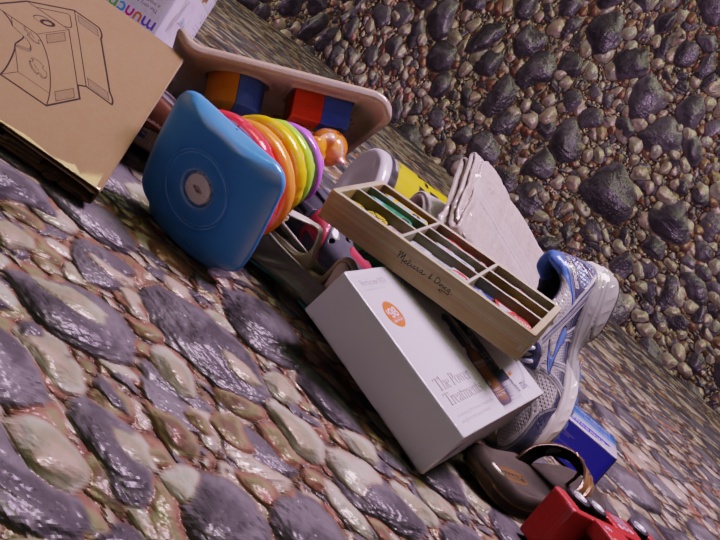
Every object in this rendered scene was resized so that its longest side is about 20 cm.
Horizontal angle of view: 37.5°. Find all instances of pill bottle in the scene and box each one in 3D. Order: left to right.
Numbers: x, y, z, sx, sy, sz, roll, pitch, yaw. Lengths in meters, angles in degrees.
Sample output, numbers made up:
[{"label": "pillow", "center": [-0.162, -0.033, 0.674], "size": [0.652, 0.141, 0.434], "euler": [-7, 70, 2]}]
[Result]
[{"label": "pill bottle", "center": [0.065, -0.056, 1.345], "size": [0.199, 0.115, 0.114], "euler": [34, 12, -27]}]

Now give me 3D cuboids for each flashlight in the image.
[{"label": "flashlight", "center": [0.000, 0.000, 1.033], "size": [0.200, 0.068, 0.068], "euler": [47, 2, 37]}]

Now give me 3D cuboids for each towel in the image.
[{"label": "towel", "center": [0.138, -0.005, 1.033], "size": [0.201, 0.034, 0.133], "euler": [56, 35, -24]}]

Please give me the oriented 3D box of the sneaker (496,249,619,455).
[{"label": "sneaker", "center": [0.157, 0.072, 0.967], "size": [0.085, 0.201, 0.077], "euler": [31, -17, -22]}]

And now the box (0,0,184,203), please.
[{"label": "box", "center": [-0.233, -0.156, 0.797], "size": [0.163, 0.021, 0.201], "euler": [35, 37, -16]}]

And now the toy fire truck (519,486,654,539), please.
[{"label": "toy fire truck", "center": [0.189, 0.228, 0.776], "size": [0.199, 0.049, 0.141], "euler": [32, 14, -38]}]

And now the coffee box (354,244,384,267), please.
[{"label": "coffee box", "center": [0.091, 0.013, 1.179], "size": [0.199, 0.044, 0.123], "euler": [33, -25, -28]}]

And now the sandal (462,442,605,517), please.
[{"label": "sandal", "center": [0.157, 0.171, 0.888], "size": [0.199, 0.055, 0.082], "euler": [28, 16, -45]}]

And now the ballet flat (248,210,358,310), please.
[{"label": "ballet flat", "center": [-0.040, 0.000, 0.904], "size": [0.200, 0.064, 0.067], "euler": [41, 11, 9]}]

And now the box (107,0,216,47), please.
[{"label": "box", "center": [-0.191, -0.279, 1.013], "size": [0.096, 0.177, 0.200], "euler": [33, 3, -6]}]

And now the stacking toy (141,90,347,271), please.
[{"label": "stacking toy", "center": [-0.072, -0.087, 0.870], "size": [0.116, 0.110, 0.200], "euler": [41, 33, 14]}]

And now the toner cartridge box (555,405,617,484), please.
[{"label": "toner cartridge box", "center": [0.183, 0.139, 1.134], "size": [0.200, 0.043, 0.095], "euler": [40, 12, 5]}]

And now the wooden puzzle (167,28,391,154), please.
[{"label": "wooden puzzle", "center": [-0.087, -0.150, 0.990], "size": [0.198, 0.047, 0.185], "euler": [17, -8, -13]}]

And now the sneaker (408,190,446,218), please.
[{"label": "sneaker", "center": [0.074, 0.019, 1.038], "size": [0.115, 0.073, 0.202], "euler": [24, 53, -31]}]

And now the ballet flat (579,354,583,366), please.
[{"label": "ballet flat", "center": [0.266, 0.102, 1.495], "size": [0.070, 0.065, 0.200], "euler": [34, 12, -24]}]

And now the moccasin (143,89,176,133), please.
[{"label": "moccasin", "center": [-0.230, -0.150, 0.886], "size": [0.201, 0.078, 0.074], "euler": [27, 0, -32]}]

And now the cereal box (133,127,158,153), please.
[{"label": "cereal box", "center": [-0.241, -0.174, 1.003], "size": [0.199, 0.040, 0.144], "euler": [34, 11, -27]}]

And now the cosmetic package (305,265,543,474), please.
[{"label": "cosmetic package", "center": [0.058, 0.068, 0.854], "size": [0.151, 0.052, 0.200], "euler": [52, 22, 14]}]

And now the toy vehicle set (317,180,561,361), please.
[{"label": "toy vehicle set", "center": [0.070, -0.006, 0.885], "size": [0.199, 0.027, 0.124], "euler": [36, 18, 11]}]
